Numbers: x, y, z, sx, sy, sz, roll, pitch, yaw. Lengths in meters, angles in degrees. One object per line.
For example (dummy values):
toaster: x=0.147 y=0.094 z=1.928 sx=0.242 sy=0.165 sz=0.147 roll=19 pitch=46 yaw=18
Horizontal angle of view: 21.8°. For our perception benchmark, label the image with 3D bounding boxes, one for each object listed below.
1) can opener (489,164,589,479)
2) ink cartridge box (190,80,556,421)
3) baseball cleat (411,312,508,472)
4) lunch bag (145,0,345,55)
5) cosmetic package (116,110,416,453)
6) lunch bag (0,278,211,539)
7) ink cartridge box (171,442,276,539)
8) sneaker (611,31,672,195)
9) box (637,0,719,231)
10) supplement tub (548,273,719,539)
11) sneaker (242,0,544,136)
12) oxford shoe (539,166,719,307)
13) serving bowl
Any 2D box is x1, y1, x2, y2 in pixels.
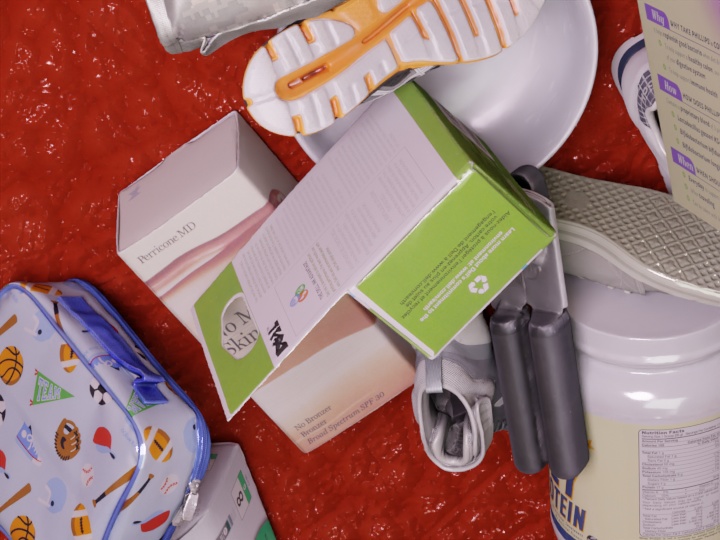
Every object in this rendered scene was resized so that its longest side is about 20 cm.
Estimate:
can opener: x=0.116 y=0.033 z=1.184 sx=0.053 sy=0.067 sz=0.200 roll=5 pitch=119 yaw=32
ink cartridge box: x=0.000 y=0.000 z=1.099 sx=0.076 sy=0.148 sz=0.200 roll=38 pitch=102 yaw=-28
baseball cleat: x=0.072 y=0.092 z=1.239 sx=0.070 sy=0.107 sz=0.200 roll=-5 pitch=154 yaw=23
lunch bag: x=-0.059 y=-0.230 z=1.034 sx=0.164 sy=0.118 sz=0.200 roll=-18 pitch=86 yaw=4
cosmetic package: x=-0.059 y=0.010 z=1.224 sx=0.103 sy=0.087 sz=0.200 roll=-35 pitch=117 yaw=14
lunch bag: x=-0.180 y=0.105 z=1.205 sx=0.075 sy=0.200 sz=0.161 roll=1 pitch=124 yaw=-47
ink cartridge box: x=-0.105 y=0.242 z=1.288 sx=0.050 sy=0.200 sz=0.161 roll=-7 pitch=122 yaw=18
sneaker: x=0.232 y=-0.066 z=1.219 sx=0.076 sy=0.081 sz=0.200 roll=-38 pitch=118 yaw=13
box: x=0.240 y=-0.116 z=1.056 sx=0.096 sy=0.176 sz=0.200 roll=-20 pitch=114 yaw=-10
supplement tub: x=0.198 y=0.098 z=1.269 sx=0.145 sy=0.145 sz=0.200 roll=-7 pitch=120 yaw=-2
sneaker: x=0.016 y=-0.140 z=1.084 sx=0.200 sy=0.077 sz=0.078 roll=-25 pitch=96 yaw=-12
oxford shoe: x=0.164 y=-0.017 z=1.218 sx=0.200 sy=0.075 sz=0.058 roll=18 pitch=137 yaw=16
serving bowl: x=0.043 y=-0.142 z=1.162 sx=0.199 sy=0.066 sz=0.201 roll=-3 pitch=120 yaw=-5
